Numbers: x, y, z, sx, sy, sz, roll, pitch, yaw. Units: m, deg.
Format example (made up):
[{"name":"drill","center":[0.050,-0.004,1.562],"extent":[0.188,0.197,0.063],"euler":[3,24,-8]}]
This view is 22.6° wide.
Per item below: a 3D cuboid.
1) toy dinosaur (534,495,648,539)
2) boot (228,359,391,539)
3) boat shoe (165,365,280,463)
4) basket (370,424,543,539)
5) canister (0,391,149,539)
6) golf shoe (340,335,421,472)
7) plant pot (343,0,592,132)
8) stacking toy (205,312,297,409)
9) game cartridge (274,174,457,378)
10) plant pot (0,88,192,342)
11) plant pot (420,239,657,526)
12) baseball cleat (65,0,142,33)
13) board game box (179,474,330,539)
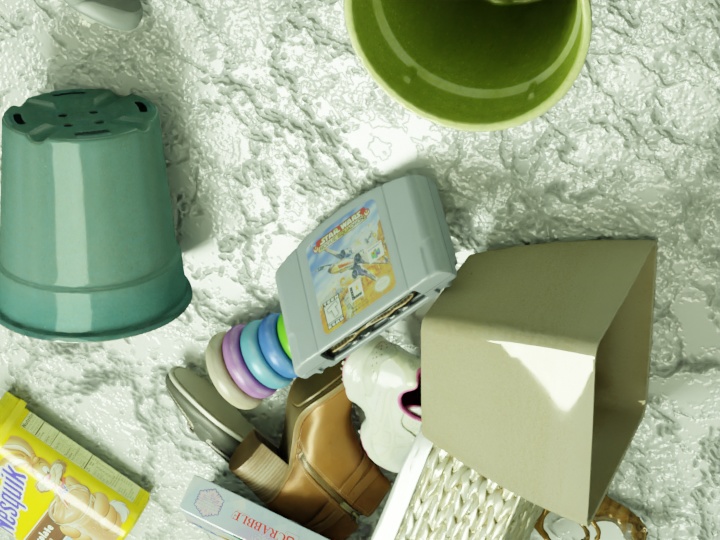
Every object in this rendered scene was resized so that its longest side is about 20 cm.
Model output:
[{"name":"toy dinosaur","center":[0.206,0.215,1.832],"extent":[0.106,0.060,0.200],"euler":[-44,98,4]},{"name":"boot","center":[-0.018,0.183,1.859],"extent":[0.155,0.077,0.200],"euler":[40,94,-24]},{"name":"boat shoe","center":[-0.138,0.183,1.910],"extent":[0.200,0.067,0.057],"euler":[40,109,-11]},{"name":"basket","center":[0.100,0.246,1.779],"extent":[0.123,0.136,0.200],"euler":[29,112,18]},{"name":"canister","center":[-0.353,0.246,2.018],"extent":[0.200,0.087,0.149],"euler":[35,126,-6]},{"name":"golf shoe","center":[0.045,0.145,1.792],"extent":[0.091,0.075,0.200],"euler":[17,148,31]},{"name":"plant pot","center":[0.107,-0.244,1.486],"extent":[0.200,0.184,0.201],"euler":[8,123,13]},{"name":"stacking toy","center":[-0.057,0.063,1.807],"extent":[0.200,0.085,0.085],"euler":[-29,108,26]},{"name":"game cartridge","center":[0.000,0.000,1.713],"extent":[0.200,0.133,0.042],"euler":[-36,145,29]},{"name":"plant pot","center":[-0.264,-0.061,1.739],"extent":[0.200,0.200,0.196],"euler":[8,114,15]},{"name":"plant pot","center":[0.160,0.087,1.677],"extent":[0.177,0.200,0.200],"euler":[11,123,21]},{"name":"baseball cleat","center":[-0.265,-0.308,1.646],"extent":[0.200,0.070,0.106],"euler":[40,125,-9]},{"name":"board game box","center":[-0.091,0.284,1.903],"extent":[0.199,0.041,0.200],"euler":[26,168,3]}]
